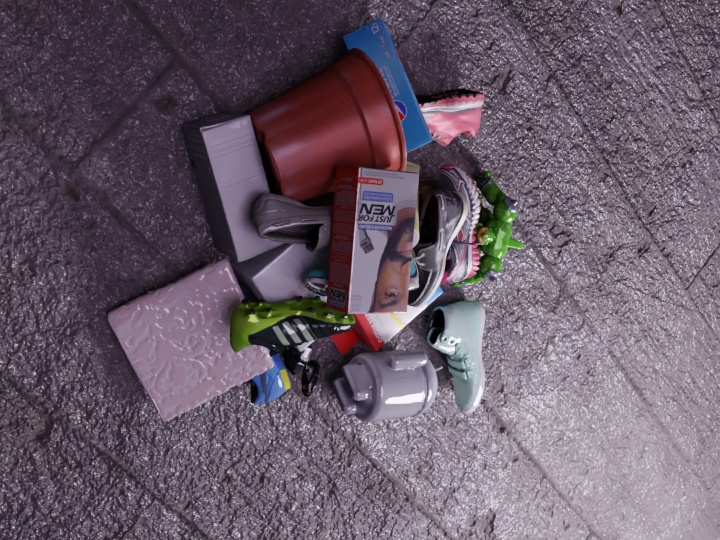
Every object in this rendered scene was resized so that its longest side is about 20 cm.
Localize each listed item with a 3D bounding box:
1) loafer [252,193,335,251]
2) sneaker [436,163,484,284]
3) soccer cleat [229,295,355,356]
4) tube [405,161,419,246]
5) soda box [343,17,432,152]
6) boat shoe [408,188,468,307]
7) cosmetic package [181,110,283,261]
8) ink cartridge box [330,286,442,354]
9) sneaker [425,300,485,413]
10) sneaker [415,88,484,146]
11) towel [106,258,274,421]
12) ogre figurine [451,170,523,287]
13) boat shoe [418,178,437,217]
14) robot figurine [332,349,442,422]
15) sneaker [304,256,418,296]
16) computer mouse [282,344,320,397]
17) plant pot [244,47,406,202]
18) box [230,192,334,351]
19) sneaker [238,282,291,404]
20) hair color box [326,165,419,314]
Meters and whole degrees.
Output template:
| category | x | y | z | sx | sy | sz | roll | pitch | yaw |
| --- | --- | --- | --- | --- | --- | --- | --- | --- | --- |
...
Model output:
| category | x | y | z | sx | sy | sz | roll | pitch | yaw |
| --- | --- | --- | --- | --- | --- | --- | --- | --- | --- |
| loafer | -0.063 | -0.057 | 1.291 | 0.196 | 0.070 | 0.071 | 8 | 54 | -23 |
| sneaker | 0.153 | -0.075 | 1.474 | 0.074 | 0.080 | 0.205 | -18 | 110 | -32 |
| soccer cleat | -0.103 | 0.085 | 1.323 | 0.196 | 0.068 | 0.082 | 2 | 120 | -27 |
| tube | 0.066 | -0.117 | 1.420 | 0.051 | 0.203 | 0.058 | -19 | 132 | 18 |
| soda box | 0.044 | -0.282 | 1.387 | 0.067 | 0.064 | 0.203 | -22 | 94 | 11 |
| boat shoe | 0.104 | -0.035 | 1.426 | 0.067 | 0.072 | 0.203 | 2 | 116 | -44 |
| cosmetic package | -0.189 | -0.126 | 1.316 | 0.089 | 0.106 | 0.204 | -19 | 109 | -24 |
| ink cartridge box | 0.030 | 0.048 | 1.501 | 0.199 | 0.067 | 0.117 | -40 | 118 | -15 |
| sneaker | 0.162 | 0.157 | 1.596 | 0.116 | 0.073 | 0.206 | -1 | 93 | -35 |
| sneaker | 0.125 | -0.247 | 1.481 | 0.196 | 0.074 | 0.089 | -12 | 112 | -25 |
| towel | -0.252 | 0.104 | 1.342 | 0.197 | 0.032 | 0.194 | -25 | 109 | -4 |
| ogre figurine | 0.218 | -0.065 | 1.549 | 0.097 | 0.119 | 0.202 | 34 | 84 | -32 |
| boat shoe | 0.080 | -0.104 | 1.492 | 0.197 | 0.067 | 0.074 | -17 | 110 | -25 |
| robot figurine | 0.051 | 0.195 | 1.518 | 0.197 | 0.114 | 0.170 | 0 | 143 | -34 |
| sneaker | 0.000 | 0.000 | 1.359 | 0.197 | 0.077 | 0.082 | -6 | 86 | -33 |
| computer mouse | -0.097 | 0.143 | 1.382 | 0.034 | 0.200 | 0.059 | 31 | 95 | -17 |
| plant pot | -0.060 | -0.199 | 1.330 | 0.192 | 0.201 | 0.204 | -25 | 113 | -13 |
| box | -0.077 | -0.004 | 1.406 | 0.199 | 0.106 | 0.154 | -40 | 117 | -15 |
| sneaker | -0.174 | 0.121 | 1.407 | 0.077 | 0.066 | 0.204 | -24 | 113 | -18 |
| hair color box | 0.017 | -0.043 | 1.271 | 0.109 | 0.063 | 0.205 | 0 | 98 | -35 |
